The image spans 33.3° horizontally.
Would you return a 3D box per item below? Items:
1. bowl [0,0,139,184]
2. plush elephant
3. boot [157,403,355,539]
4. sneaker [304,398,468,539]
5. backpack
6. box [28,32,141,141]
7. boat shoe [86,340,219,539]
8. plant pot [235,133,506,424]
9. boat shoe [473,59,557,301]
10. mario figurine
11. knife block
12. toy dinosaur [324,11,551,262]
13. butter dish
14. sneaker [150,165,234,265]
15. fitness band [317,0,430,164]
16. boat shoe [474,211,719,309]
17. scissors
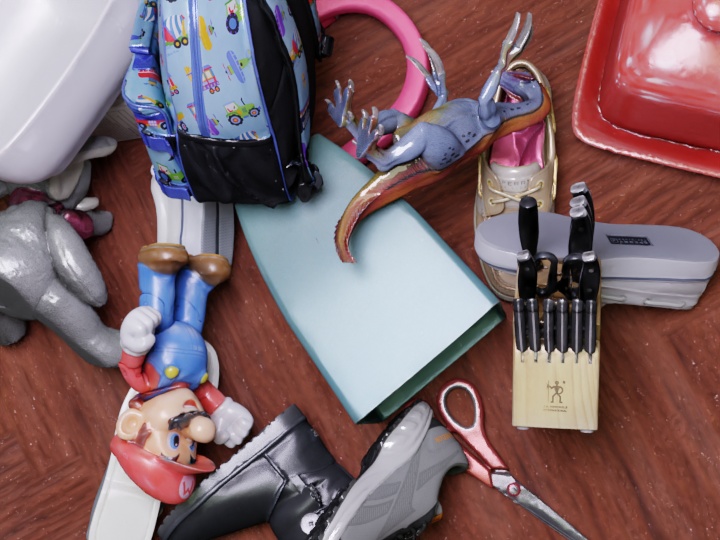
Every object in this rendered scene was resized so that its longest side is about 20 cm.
[{"bbox_3d":[-0.257,-0.158,0.956,0.199,0.075,0.201,21,75,45],"label":"bowl"},{"bbox_3d":[-0.271,-0.037,1.033,0.163,0.201,0.156,5,53,33],"label":"plush elephant"},{"bbox_3d":[-0.051,0.240,0.997,0.165,0.066,0.200,-41,81,4],"label":"boot"},{"bbox_3d":[0.016,0.192,0.939,0.079,0.074,0.200,41,61,2],"label":"sneaker"},{"bbox_3d":[-0.099,-0.166,0.875,0.133,0.201,0.185,-1,57,8],"label":"backpack"},{"bbox_3d":[-0.286,-0.155,1.079,0.197,0.095,0.079,-7,79,9],"label":"box"},{"bbox_3d":[-0.179,0.151,1.026,0.072,0.062,0.202,22,80,-9],"label":"boat shoe"},{"bbox_3d":[0.000,0.000,0.974,0.141,0.141,0.201,-39,78,3],"label":"plant pot"},{"bbox_3d":[0.127,-0.077,1.000,0.073,0.069,0.203,-1,82,10],"label":"boat shoe"},{"bbox_3d":[-0.135,0.083,0.958,0.122,0.106,0.203,6,81,-17],"label":"mario figurine"},{"bbox_3d":[0.149,0.026,0.905,0.063,0.200,0.178,2,90,11],"label":"knife block"},{"bbox_3d":[0.065,-0.108,0.924,0.105,0.180,0.203,36,116,54],"label":"toy dinosaur"},{"bbox_3d":[0.278,-0.188,0.948,0.197,0.148,0.203,15,85,13],"label":"butter dish"},{"bbox_3d":[-0.148,-0.091,1.039,0.070,0.073,0.203,7,94,28],"label":"sneaker"},{"bbox_3d":[-0.032,-0.155,1.062,0.199,0.037,0.144,-37,80,5],"label":"fitness band"},{"bbox_3d":[0.184,0.002,0.956,0.197,0.074,0.066,7,123,-5],"label":"boat shoe"},{"bbox_3d":[0.113,0.178,0.997,0.073,0.014,0.201,-39,78,1],"label":"scissors"}]
